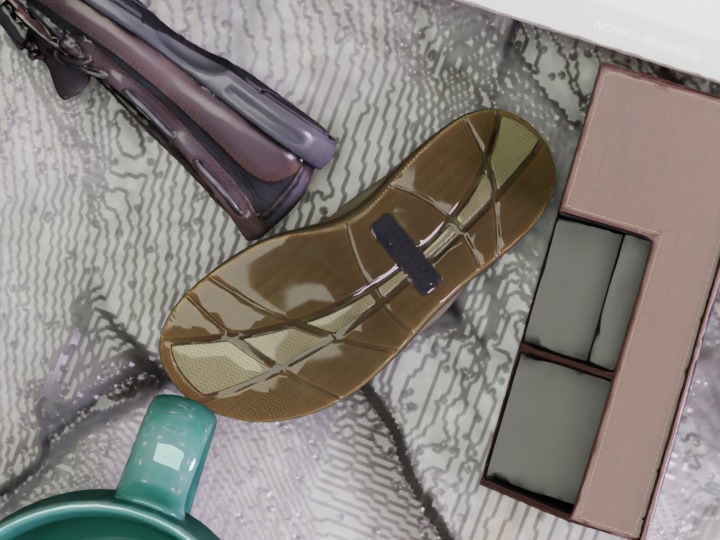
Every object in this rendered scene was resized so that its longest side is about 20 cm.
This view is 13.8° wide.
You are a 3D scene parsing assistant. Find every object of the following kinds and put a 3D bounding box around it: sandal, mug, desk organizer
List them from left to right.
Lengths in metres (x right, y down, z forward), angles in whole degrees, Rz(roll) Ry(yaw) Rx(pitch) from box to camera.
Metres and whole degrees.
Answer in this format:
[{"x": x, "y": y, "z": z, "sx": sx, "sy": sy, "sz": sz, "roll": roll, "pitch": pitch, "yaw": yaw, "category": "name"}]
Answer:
[{"x": -0.102, "y": 0.162, "z": 1.297, "sx": 0.185, "sy": 0.114, "sz": 0.152, "roll": -38, "pitch": 89, "yaw": 1, "category": "mug"}, {"x": 0.000, "y": 0.000, "z": 1.328, "sx": 0.200, "sy": 0.054, "sz": 0.081, "roll": -36, "pitch": 95, "yaw": -13, "category": "sandal"}, {"x": 0.115, "y": 0.014, "z": 1.313, "sx": 0.077, "sy": 0.072, "sz": 0.201, "roll": 16, "pitch": 91, "yaw": 3, "category": "desk organizer"}]

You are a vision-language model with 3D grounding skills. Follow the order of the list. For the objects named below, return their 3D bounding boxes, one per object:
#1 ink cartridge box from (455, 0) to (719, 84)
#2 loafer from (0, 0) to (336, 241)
[{"x": 0.096, "y": -0.193, "z": 1.325, "sx": 0.199, "sy": 0.044, "sz": 0.175, "roll": 18, "pitch": 91, "yaw": 1, "category": "ink cartridge box"}, {"x": -0.107, "y": -0.088, "z": 1.319, "sx": 0.199, "sy": 0.072, "sz": 0.063, "roll": 34, "pitch": 95, "yaw": -2, "category": "loafer"}]
